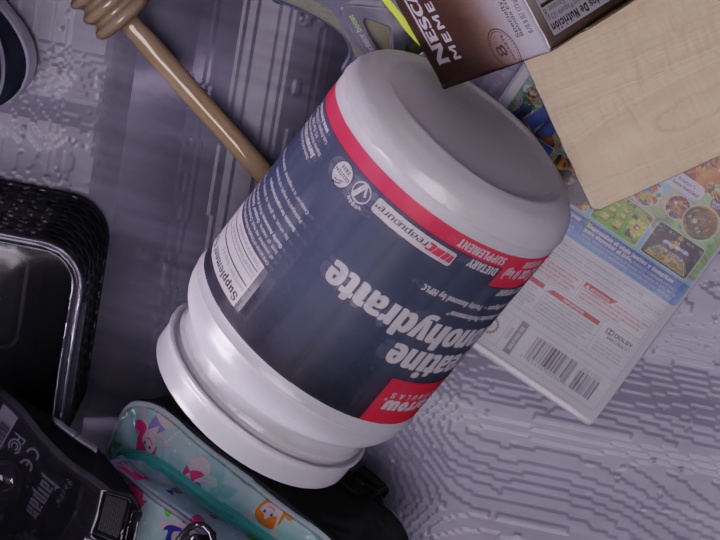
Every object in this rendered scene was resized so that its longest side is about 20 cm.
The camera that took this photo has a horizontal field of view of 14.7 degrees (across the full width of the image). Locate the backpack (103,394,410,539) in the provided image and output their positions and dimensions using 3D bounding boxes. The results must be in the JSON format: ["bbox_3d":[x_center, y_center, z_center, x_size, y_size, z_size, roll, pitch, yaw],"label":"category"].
[{"bbox_3d":[-0.089,0.186,1.516,0.177,0.150,0.200,36,118,21],"label":"backpack"}]

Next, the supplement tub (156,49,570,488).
[{"bbox_3d":[0.000,0.000,1.433,0.140,0.140,0.200,37,113,-5],"label":"supplement tub"}]

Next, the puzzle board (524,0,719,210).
[{"bbox_3d":[0.180,-0.139,1.437,0.199,0.017,0.151,-24,97,6],"label":"puzzle board"}]

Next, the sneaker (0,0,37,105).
[{"bbox_3d":[-0.256,-0.156,1.454,0.200,0.109,0.070,44,107,-7],"label":"sneaker"}]

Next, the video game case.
[{"bbox_3d":[0.121,-0.034,1.490,0.143,0.018,0.200,34,109,-3],"label":"video game case"}]

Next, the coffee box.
[{"bbox_3d":[0.046,-0.201,1.357,0.080,0.114,0.200,-33,100,-24],"label":"coffee box"}]

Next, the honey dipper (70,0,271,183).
[{"bbox_3d":[-0.089,-0.094,1.490,0.038,0.038,0.200,-39,100,17],"label":"honey dipper"}]

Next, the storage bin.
[{"bbox_3d":[-0.246,0.020,1.511,0.199,0.094,0.136,11,109,2],"label":"storage bin"}]

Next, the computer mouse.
[{"bbox_3d":[-0.163,0.150,1.447,0.200,0.046,0.141,31,102,22],"label":"computer mouse"}]

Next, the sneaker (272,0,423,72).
[{"bbox_3d":[-0.029,-0.182,1.437,0.081,0.074,0.200,-34,97,21],"label":"sneaker"}]
